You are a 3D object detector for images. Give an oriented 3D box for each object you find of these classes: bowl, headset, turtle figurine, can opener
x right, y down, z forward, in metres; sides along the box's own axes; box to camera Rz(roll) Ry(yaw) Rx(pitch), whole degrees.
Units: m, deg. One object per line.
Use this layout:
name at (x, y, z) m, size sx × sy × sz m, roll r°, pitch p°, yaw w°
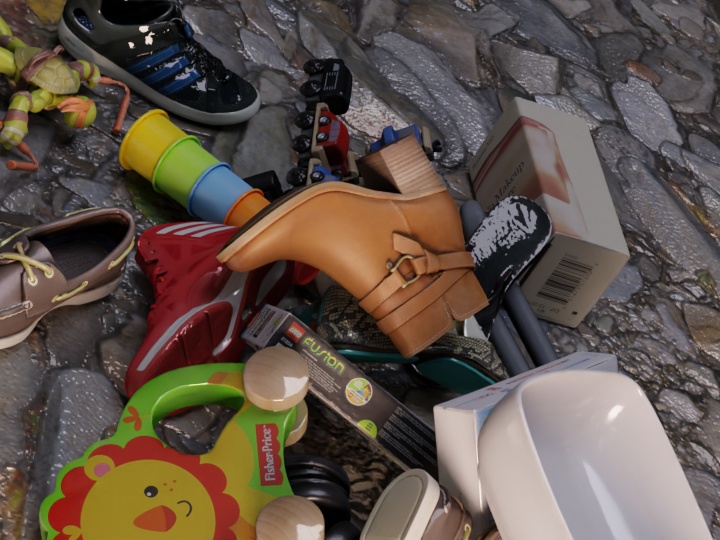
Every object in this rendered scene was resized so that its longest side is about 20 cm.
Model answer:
bowl at (0.160, 0.174, 1.324) m, size 0.199 × 0.074 × 0.201 m, roll 3°, pitch 60°, yaw -56°
headset at (-0.029, 0.199, 1.388) m, size 0.198 × 0.094 × 0.124 m, roll -11°, pitch 54°, yaw -25°
turtle figurine at (-0.283, -0.163, 1.614) m, size 0.161 × 0.065 × 0.200 m, roll 36°, pitch 35°, yaw 5°
can opener at (0.122, 0.030, 1.696) m, size 0.052 × 0.067 × 0.201 m, roll -26°, pitch 57°, yaw 1°

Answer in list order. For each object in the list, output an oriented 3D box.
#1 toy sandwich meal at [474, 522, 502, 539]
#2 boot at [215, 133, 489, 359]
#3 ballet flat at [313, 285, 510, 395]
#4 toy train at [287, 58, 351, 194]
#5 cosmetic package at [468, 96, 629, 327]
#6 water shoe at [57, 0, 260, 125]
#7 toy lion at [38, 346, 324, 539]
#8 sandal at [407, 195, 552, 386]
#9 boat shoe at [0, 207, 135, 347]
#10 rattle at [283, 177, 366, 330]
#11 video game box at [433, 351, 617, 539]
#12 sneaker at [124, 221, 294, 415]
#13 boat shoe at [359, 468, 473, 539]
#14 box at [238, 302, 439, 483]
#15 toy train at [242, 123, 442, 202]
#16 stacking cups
toy sandwich meal at (0.129, 0.271, 1.334) m, size 0.204 × 0.070 × 0.207 m, roll 6°, pitch 82°, yaw -46°
boot at (0.000, 0.000, 1.481) m, size 0.199 × 0.074 × 0.156 m, roll -27°, pitch 95°, yaw -20°
ballet flat at (0.051, 0.053, 1.557) m, size 0.199 × 0.068 × 0.076 m, roll 17°, pitch 72°, yaw -31°
toy train at (-0.031, -0.105, 1.587) m, size 0.045 × 0.034 × 0.201 m, roll -5°, pitch 46°, yaw 12°
cosmetic package at (0.174, -0.057, 1.808) m, size 0.087 × 0.104 × 0.201 m, roll 17°, pitch 36°, yaw -22°
water shoe at (-0.174, -0.198, 1.728) m, size 0.199 × 0.079 × 0.072 m, roll 22°, pitch 36°, yaw -15°
toy lion at (-0.124, 0.153, 1.314) m, size 0.190 × 0.069 × 0.201 m, roll -2°, pitch 51°, yaw -6°
sandal at (0.097, 0.008, 1.647) m, size 0.075 × 0.048 × 0.201 m, roll 29°, pitch 65°, yaw 11°
boat shoe at (-0.245, 0.002, 1.435) m, size 0.072 × 0.060 × 0.199 m, roll 45°, pitch 37°, yaw 16°
rattle at (0.001, 0.024, 1.640) m, size 0.129 × 0.143 × 0.201 m, roll 3°, pitch 50°, yaw 13°
video game box at (0.131, 0.178, 1.429) m, size 0.047 × 0.202 × 0.182 m, roll 3°, pitch 12°, yaw 39°
sneaker at (-0.146, 0.033, 1.501) m, size 0.115 × 0.079 × 0.200 m, roll 15°, pitch 40°, yaw 29°
boat shoe at (0.012, 0.235, 1.300) m, size 0.059 × 0.072 × 0.201 m, roll 39°, pitch 70°, yaw -27°
box at (0.001, 0.102, 1.451) m, size 0.200 × 0.035 × 0.110 m, roll 40°, pitch -6°, yaw -13°
toy train at (-0.027, -0.084, 1.630) m, size 0.198 × 0.046 × 0.034 m, roll -17°, pitch 37°, yaw 8°
stacking cups at (-0.110, -0.059, 1.600) m, size 0.199 × 0.061 × 0.060 m, roll 35°, pitch 34°, yaw 20°
